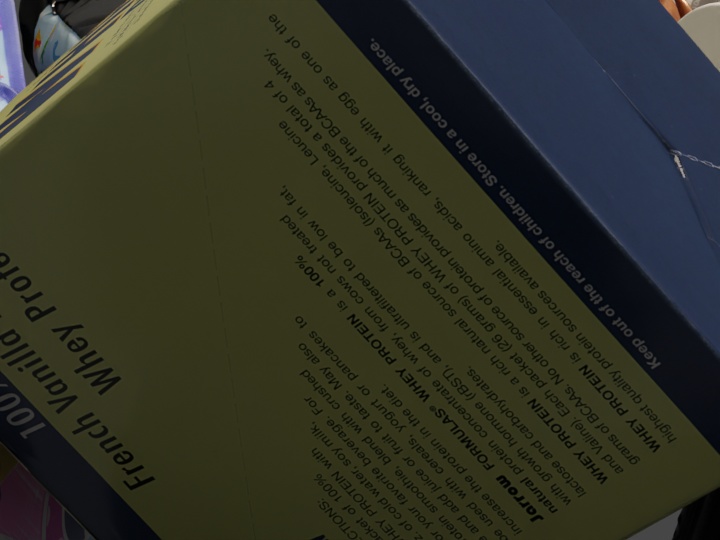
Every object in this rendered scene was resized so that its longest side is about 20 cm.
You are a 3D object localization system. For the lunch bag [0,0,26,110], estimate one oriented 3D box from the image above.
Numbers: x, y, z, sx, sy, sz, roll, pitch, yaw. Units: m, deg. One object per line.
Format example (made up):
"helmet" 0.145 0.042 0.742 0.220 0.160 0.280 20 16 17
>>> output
"lunch bag" -0.225 -0.046 1.023 0.150 0.094 0.200 -6 40 -11

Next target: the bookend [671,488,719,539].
"bookend" 0.195 0.138 0.605 0.199 0.092 0.200 10 27 -7

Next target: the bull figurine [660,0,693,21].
"bull figurine" 0.095 -0.111 1.005 0.200 0.065 0.121 7 -7 2

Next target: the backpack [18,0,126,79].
"backpack" -0.064 -0.077 1.025 0.163 0.154 0.200 -3 6 -18

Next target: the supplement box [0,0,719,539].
"supplement box" -0.001 -0.007 0.674 0.200 0.200 0.134 -36 13 31

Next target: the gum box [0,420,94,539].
"gum box" -0.125 0.067 0.753 0.066 0.114 0.200 8 28 14

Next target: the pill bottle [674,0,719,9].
"pill bottle" 0.232 -0.100 1.081 0.113 0.113 0.200 -23 36 -38

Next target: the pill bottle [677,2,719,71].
"pill bottle" 0.216 -0.059 0.883 0.200 0.112 0.112 -1 25 -30
